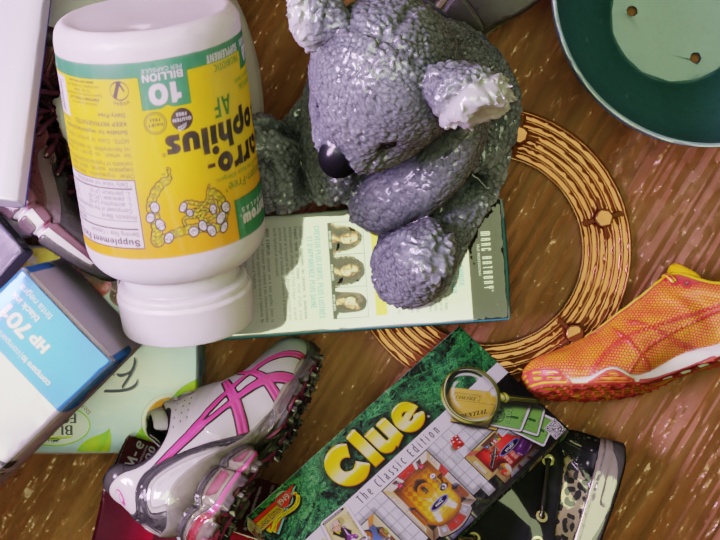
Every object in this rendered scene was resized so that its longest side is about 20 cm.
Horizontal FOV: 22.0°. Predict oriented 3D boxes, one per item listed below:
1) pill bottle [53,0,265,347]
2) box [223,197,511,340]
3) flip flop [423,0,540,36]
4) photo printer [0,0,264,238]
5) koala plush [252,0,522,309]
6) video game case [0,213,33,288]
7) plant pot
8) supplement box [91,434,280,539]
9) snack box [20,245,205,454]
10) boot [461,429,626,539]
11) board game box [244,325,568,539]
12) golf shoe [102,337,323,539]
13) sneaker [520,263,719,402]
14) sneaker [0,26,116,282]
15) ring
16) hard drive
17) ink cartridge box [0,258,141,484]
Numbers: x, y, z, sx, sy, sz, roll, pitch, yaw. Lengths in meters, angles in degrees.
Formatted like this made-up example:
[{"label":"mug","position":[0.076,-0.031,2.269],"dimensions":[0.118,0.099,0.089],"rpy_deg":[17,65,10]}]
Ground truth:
[{"label":"pill bottle","position":[-0.118,-0.060,1.125],"dimensions":[0.113,0.113,0.200],"rpy_deg":[-5,111,0]},{"label":"box","position":[0.000,0.000,1.249],"dimensions":[0.200,0.049,0.082],"rpy_deg":[-4,88,5]},{"label":"flip flop","position":[0.069,-0.181,1.268],"dimensions":[0.081,0.058,0.200],"rpy_deg":[38,105,-5]},{"label":"photo printer","position":[-0.166,-0.109,1.257],"dimensions":[0.200,0.069,0.167],"rpy_deg":[-4,90,0]},{"label":"koala plush","position":[0.018,-0.108,1.138],"dimensions":[0.177,0.200,0.184],"rpy_deg":[34,78,14]},{"label":"video game case","position":[-0.327,-0.032,1.242],"dimensions":[0.143,0.019,0.200],"rpy_deg":[-46,72,12]},{"label":"plant pot","position":[0.220,-0.176,1.224],"dimensions":[0.200,0.135,0.200],"rpy_deg":[0,89,0]},{"label":"supplement box","position":[-0.079,0.196,1.238],"dimensions":[0.200,0.061,0.109],"rpy_deg":[18,126,1]},{"label":"snack box","position":[-0.208,0.053,1.265],"dimensions":[0.200,0.053,0.142],"rpy_deg":[-1,91,1]},{"label":"boot","position":[0.078,0.185,1.257],"dimensions":[0.154,0.073,0.204],"rpy_deg":[23,84,2]},{"label":"board game box","position":[0.032,0.134,1.205],"dimensions":[0.105,0.023,0.200],"rpy_deg":[42,66,16]},{"label":"golf shoe","position":[-0.090,0.097,1.207],"dimensions":[0.092,0.200,0.073],"rpy_deg":[26,127,9]},{"label":"sneaker","position":[0.201,0.041,1.265],"dimensions":[0.200,0.073,0.077],"rpy_deg":[-17,77,-8]},{"label":"sneaker","position":[-0.201,-0.093,1.186],"dimensions":[0.200,0.076,0.116],"rpy_deg":[43,90,0]},{"label":"ring","position":[0.089,-0.015,1.282],"dimensions":[0.200,0.019,0.201],"rpy_deg":[0,91,0]},{"label":"hard drive","position":[-0.263,-0.143,1.157],"dimensions":[0.132,0.025,0.200],"rpy_deg":[4,79,6]},{"label":"ink cartridge box","position":[-0.241,0.091,1.166],"dimensions":[0.200,0.146,0.086],"rpy_deg":[-43,92,2]}]
